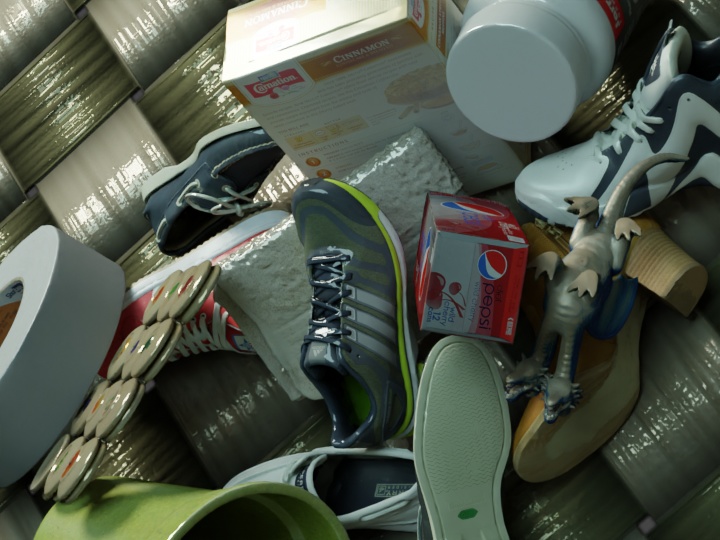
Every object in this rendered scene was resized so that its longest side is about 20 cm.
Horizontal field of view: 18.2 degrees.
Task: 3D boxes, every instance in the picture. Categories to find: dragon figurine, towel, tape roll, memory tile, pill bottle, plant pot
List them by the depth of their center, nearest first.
[{"bbox_3d":[0.153,0.007,1.505,0.059,0.100,0.200,21,57,18],"label":"dragon figurine"},{"bbox_3d":[-0.134,0.227,1.592,0.184,0.200,0.201,14,74,48],"label":"plant pot"},{"bbox_3d":[0.139,-0.185,1.610,0.113,0.114,0.200,-6,33,29],"label":"pill bottle"},{"bbox_3d":[-0.171,0.080,1.631,0.201,0.017,0.153,-58,12,-11],"label":"memory tile"},{"bbox_3d":[0.000,0.000,1.643,0.199,0.133,0.035,-35,17,8],"label":"towel"},{"bbox_3d":[-0.265,0.067,1.759,0.200,0.066,0.201,-45,25,28],"label":"tape roll"}]

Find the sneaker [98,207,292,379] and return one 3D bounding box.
[{"bbox_3d":[-0.117,0.047,1.731,0.199,0.071,0.113,-35,50,10],"label":"sneaker"}]

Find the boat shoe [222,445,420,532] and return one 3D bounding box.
[{"bbox_3d":[-0.026,0.155,1.623,0.199,0.065,0.074,-12,61,27],"label":"boat shoe"}]

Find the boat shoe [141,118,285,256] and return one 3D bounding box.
[{"bbox_3d":[-0.109,-0.066,1.752,0.200,0.075,0.062,-28,69,47],"label":"boat shoe"}]

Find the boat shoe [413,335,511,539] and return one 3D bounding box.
[{"bbox_3d":[0.064,0.145,1.538,0.068,0.071,0.202,165,101,-73],"label":"boat shoe"}]

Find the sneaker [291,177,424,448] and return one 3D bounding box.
[{"bbox_3d":[-0.008,0.033,1.576,0.074,0.081,0.201,-11,101,38],"label":"sneaker"}]

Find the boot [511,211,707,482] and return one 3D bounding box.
[{"bbox_3d":[0.139,0.040,1.585,0.202,0.071,0.144,-51,45,-4],"label":"boot"}]

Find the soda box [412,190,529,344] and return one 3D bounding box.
[{"bbox_3d":[0.072,-0.004,1.522,0.063,0.200,0.071,9,99,-1],"label":"soda box"}]

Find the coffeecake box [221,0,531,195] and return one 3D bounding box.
[{"bbox_3d":[0.015,-0.129,1.650,0.153,0.200,0.073,-17,51,24],"label":"coffeecake box"}]

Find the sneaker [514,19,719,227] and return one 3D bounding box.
[{"bbox_3d":[0.195,-0.109,1.548,0.198,0.130,0.080,-7,35,15],"label":"sneaker"}]
